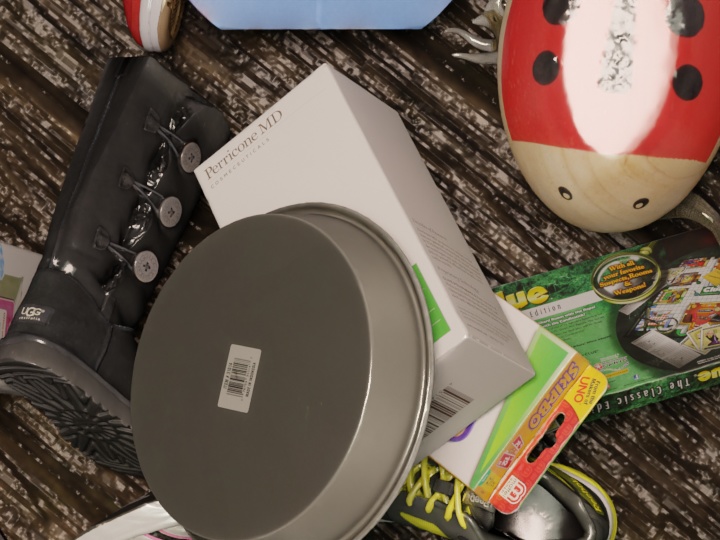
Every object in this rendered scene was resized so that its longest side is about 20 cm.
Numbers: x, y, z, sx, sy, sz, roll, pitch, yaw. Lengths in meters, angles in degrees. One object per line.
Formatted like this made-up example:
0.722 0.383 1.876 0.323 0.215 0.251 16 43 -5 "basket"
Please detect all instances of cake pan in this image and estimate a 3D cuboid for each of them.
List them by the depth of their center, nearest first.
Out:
-0.049 0.059 1.226 0.199 0.037 0.202 -13 70 38 "cake pan"

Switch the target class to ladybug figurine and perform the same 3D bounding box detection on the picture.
0.142 -0.122 1.280 0.134 0.072 0.202 3 91 6 "ladybug figurine"

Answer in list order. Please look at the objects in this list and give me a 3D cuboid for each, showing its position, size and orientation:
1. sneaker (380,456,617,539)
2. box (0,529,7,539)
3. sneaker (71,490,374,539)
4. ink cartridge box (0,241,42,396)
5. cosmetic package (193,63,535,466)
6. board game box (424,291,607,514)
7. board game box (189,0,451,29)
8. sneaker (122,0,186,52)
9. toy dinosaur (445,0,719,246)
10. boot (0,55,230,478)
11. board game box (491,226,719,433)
0.053 0.117 1.328 0.198 0.085 0.075 14 86 3 "sneaker"
-0.267 0.185 1.323 0.132 0.115 0.201 -34 84 1 "box"
-0.081 0.158 1.315 0.199 0.080 0.087 -23 90 24 "sneaker"
-0.268 0.017 1.281 0.143 0.200 0.085 5 83 16 "ink cartridge box"
0.000 0.000 1.289 0.107 0.085 0.201 -39 57 16 "cosmetic package"
0.041 0.047 1.314 0.200 0.030 0.096 36 88 34 "board game box"
-0.023 -0.220 1.336 0.198 0.039 0.160 -1 104 -5 "board game box"
-0.156 -0.226 1.367 0.111 0.071 0.202 1 79 -1 "sneaker"
0.147 -0.084 1.354 0.102 0.077 0.201 -34 90 12 "toy dinosaur"
-0.125 0.000 1.344 0.065 0.165 0.201 3 62 26 "boot"
0.159 0.031 1.332 0.198 0.024 0.105 -16 49 2 "board game box"
